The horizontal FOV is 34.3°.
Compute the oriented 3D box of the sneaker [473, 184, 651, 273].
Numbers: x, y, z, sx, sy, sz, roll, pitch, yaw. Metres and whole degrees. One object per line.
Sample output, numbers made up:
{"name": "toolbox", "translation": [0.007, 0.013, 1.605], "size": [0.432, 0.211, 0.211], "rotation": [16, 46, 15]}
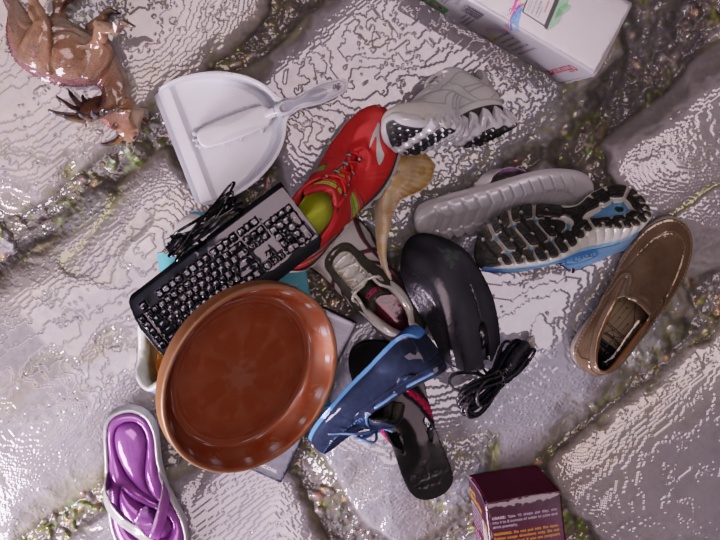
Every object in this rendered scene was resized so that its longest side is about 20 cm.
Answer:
{"name": "sneaker", "translation": [0.218, -0.024, 1.266], "size": [0.199, 0.090, 0.079], "rotation": [-12, 53, -12]}

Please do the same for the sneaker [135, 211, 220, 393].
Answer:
{"name": "sneaker", "translation": [-0.189, 0.036, 1.246], "size": [0.076, 0.081, 0.201], "rotation": [11, 94, 20]}

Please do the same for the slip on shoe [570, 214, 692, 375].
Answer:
{"name": "slip on shoe", "translation": [0.307, 0.030, 1.295], "size": [0.076, 0.061, 0.200], "rotation": [37, 93, -8]}

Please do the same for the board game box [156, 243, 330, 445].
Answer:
{"name": "board game box", "translation": [-0.121, 0.064, 1.227], "size": [0.151, 0.047, 0.201], "rotation": [-14, 97, -35]}

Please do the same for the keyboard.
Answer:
{"name": "keyboard", "translation": [-0.143, -0.006, 1.136], "size": [0.200, 0.040, 0.104], "rotation": [-37, 94, 5]}

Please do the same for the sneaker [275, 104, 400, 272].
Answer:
{"name": "sneaker", "translation": [-0.022, -0.083, 1.185], "size": [0.077, 0.085, 0.200], "rotation": [32, 85, 4]}

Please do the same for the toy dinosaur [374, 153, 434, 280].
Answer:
{"name": "toy dinosaur", "translation": [0.026, -0.100, 1.245], "size": [0.101, 0.058, 0.201], "rotation": [17, 75, 15]}

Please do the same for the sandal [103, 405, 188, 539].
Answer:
{"name": "sandal", "translation": [-0.245, 0.250, 1.280], "size": [0.082, 0.050, 0.203], "rotation": [-14, 99, 1]}

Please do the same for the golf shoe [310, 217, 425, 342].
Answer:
{"name": "golf shoe", "translation": [0.000, 0.000, 1.261], "size": [0.200, 0.088, 0.077], "rotation": [44, 93, -5]}

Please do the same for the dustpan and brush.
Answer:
{"name": "dustpan and brush", "translation": [-0.108, -0.164, 1.248], "size": [0.199, 0.057, 0.140], "rotation": [-21, 97, -1]}

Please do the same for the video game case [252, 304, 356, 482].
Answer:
{"name": "video game case", "translation": [-0.110, 0.118, 1.300], "size": [0.143, 0.019, 0.201], "rotation": [25, 95, -6]}

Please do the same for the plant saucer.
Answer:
{"name": "plant saucer", "translation": [-0.113, 0.104, 1.154], "size": [0.200, 0.032, 0.201], "rotation": [-15, 117, -32]}

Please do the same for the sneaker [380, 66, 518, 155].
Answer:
{"name": "sneaker", "translation": [0.083, -0.169, 1.215], "size": [0.075, 0.200, 0.081], "rotation": [-24, 83, 38]}

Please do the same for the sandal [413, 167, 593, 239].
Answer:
{"name": "sandal", "translation": [0.155, -0.085, 1.277], "size": [0.202, 0.083, 0.050], "rotation": [-10, 54, -4]}

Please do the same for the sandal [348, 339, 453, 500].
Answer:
{"name": "sandal", "translation": [0.051, 0.166, 1.301], "size": [0.075, 0.045, 0.201], "rotation": [-25, 97, 1]}

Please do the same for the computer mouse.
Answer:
{"name": "computer mouse", "translation": [0.117, 0.044, 1.254], "size": [0.138, 0.053, 0.200], "rotation": [-37, 99, -40]}

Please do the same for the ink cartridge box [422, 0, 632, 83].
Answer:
{"name": "ink cartridge box", "translation": [0.162, -0.282, 1.211], "size": [0.200, 0.145, 0.084], "rotation": [29, 94, -6]}

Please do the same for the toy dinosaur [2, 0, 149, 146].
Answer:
{"name": "toy dinosaur", "translation": [-0.310, -0.221, 1.222], "size": [0.200, 0.086, 0.136], "rotation": [26, 101, 0]}

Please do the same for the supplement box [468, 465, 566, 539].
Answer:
{"name": "supplement box", "translation": [0.180, 0.331, 1.294], "size": [0.085, 0.110, 0.201], "rotation": [-8, 97, -3]}

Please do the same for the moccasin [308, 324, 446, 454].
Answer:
{"name": "moccasin", "translation": [0.015, 0.142, 1.230], "size": [0.068, 0.080, 0.200], "rotation": [45, 129, 6]}
